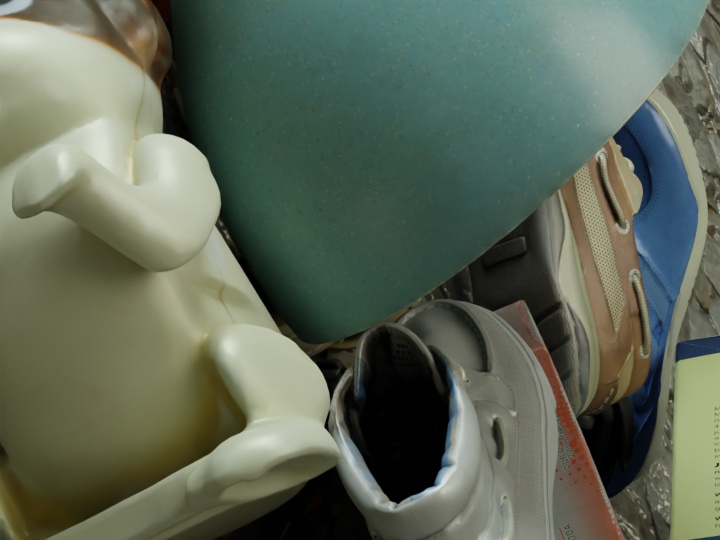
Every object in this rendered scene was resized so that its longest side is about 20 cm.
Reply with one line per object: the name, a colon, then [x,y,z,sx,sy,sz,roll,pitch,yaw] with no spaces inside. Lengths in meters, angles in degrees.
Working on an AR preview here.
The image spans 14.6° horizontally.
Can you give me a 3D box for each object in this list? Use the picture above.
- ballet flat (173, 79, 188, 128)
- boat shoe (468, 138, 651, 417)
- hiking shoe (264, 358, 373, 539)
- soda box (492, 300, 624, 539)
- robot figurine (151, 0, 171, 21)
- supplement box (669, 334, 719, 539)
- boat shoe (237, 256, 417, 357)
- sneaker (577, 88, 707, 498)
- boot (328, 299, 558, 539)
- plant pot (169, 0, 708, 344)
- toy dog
ballet flat: [-0.039,-0.076,1.197,0.075,0.068,0.200,40,23,3]
boat shoe: [0.082,-0.034,1.214,0.071,0.076,0.202,-4,86,-39]
hiking shoe: [0.004,0.128,1.069,0.101,0.076,0.201,39,35,-33]
soda box: [0.076,0.119,1.155,0.064,0.068,0.201,-106,174,-73]
robot figurine: [-0.129,-0.169,1.046,0.200,0.116,0.145,32,40,-43]
supplement box: [0.241,0.118,1.205,0.200,0.199,0.135,-76,154,-64]
boat shoe: [0.000,0.000,1.180,0.065,0.072,0.200,66,20,-15]
sneaker: [0.102,0.018,1.270,0.111,0.076,0.201,-30,129,-60]
boot: [0.028,0.050,1.011,0.200,0.073,0.096,-101,168,-55]
plant pot: [0.008,-0.090,1.022,0.135,0.200,0.200,48,30,-13]
toy dog: [-0.088,-0.005,0.960,0.194,0.139,0.201,-11,74,-62]
